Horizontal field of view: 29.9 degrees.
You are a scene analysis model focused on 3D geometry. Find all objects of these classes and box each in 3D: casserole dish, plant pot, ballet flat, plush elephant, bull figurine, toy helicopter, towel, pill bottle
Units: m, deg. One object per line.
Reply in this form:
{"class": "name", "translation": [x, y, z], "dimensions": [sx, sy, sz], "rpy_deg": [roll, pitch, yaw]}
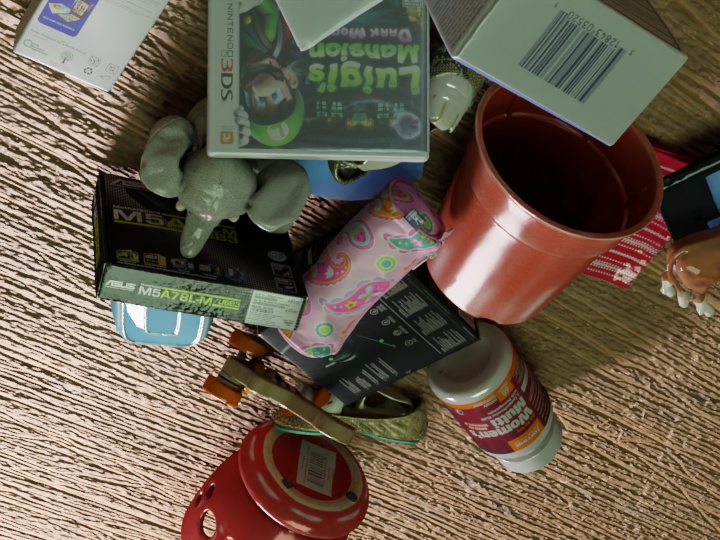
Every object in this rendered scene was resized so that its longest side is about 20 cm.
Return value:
{"class": "casserole dish", "translation": [-0.213, 0.031, 1.466], "dimensions": [0.120, 0.039, 0.200], "rpy_deg": [4, 147, -9]}
{"class": "plant pot", "translation": [0.167, -0.059, 1.352], "dimensions": [0.199, 0.202, 0.196], "rpy_deg": [10, 143, -18]}
{"class": "ballet flat", "translation": [0.049, -0.141, 1.260], "dimensions": [0.199, 0.076, 0.068], "rpy_deg": [-34, 127, 24]}
{"class": "plush elephant", "translation": [-0.132, -0.085, 1.261], "dimensions": [0.164, 0.155, 0.200], "rpy_deg": [24, 135, -5]}
{"class": "ballet flat", "translation": [-0.010, 0.170, 1.665], "dimensions": [0.198, 0.071, 0.066], "rpy_deg": [6, 109, -17]}
{"class": "bull figurine", "translation": [0.414, -0.016, 1.445], "dimensions": [0.198, 0.065, 0.122], "rpy_deg": [-11, 141, -8]}
{"class": "toy helicopter", "translation": [-0.077, 0.151, 1.549], "dimensions": [0.132, 0.199, 0.079], "rpy_deg": [33, 87, -50]}
{"class": "towel", "translation": [0.294, -0.062, 1.477], "dimensions": [0.144, 0.023, 0.200], "rpy_deg": [18, 132, -24]}
{"class": "plant pot", "translation": [-0.103, 0.298, 1.684], "dimensions": [0.199, 0.201, 0.183], "rpy_deg": [16, 125, -23]}
{"class": "pill bottle", "translation": [0.167, 0.158, 1.630], "dimensions": [0.109, 0.110, 0.200], "rpy_deg": [-23, 135, 17]}

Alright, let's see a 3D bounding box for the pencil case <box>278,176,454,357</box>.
{"class": "pencil case", "translation": [0.000, 0.000, 1.343], "dimensions": [0.087, 0.088, 0.200], "rpy_deg": [29, 118, -33]}

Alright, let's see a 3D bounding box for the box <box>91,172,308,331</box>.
{"class": "box", "translation": [-0.163, -0.021, 1.332], "dimensions": [0.199, 0.194, 0.048], "rpy_deg": [11, 119, -17]}

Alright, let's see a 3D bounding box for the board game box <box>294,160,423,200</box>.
{"class": "board game box", "translation": [-0.012, -0.159, 1.321], "dimensions": [0.157, 0.039, 0.201], "rpy_deg": [2, 131, -3]}

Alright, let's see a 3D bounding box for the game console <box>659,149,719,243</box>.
{"class": "game console", "translation": [0.422, -0.082, 1.441], "dimensions": [0.199, 0.031, 0.177], "rpy_deg": [-26, 143, 11]}

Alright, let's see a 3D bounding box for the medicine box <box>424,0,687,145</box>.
{"class": "medicine box", "translation": [0.150, -0.229, 1.142], "dimensions": [0.181, 0.201, 0.103], "rpy_deg": [24, 119, -29]}

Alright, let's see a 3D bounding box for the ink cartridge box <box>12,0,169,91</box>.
{"class": "ink cartridge box", "translation": [-0.221, -0.253, 1.189], "dimensions": [0.099, 0.039, 0.200], "rpy_deg": [22, 131, -28]}

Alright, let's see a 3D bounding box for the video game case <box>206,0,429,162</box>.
{"class": "video game case", "translation": [-0.037, -0.190, 1.199], "dimensions": [0.198, 0.183, 0.023], "rpy_deg": [1, 178, -9]}

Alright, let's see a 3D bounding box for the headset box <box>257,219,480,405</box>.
{"class": "headset box", "translation": [0.001, 0.044, 1.496], "dimensions": [0.199, 0.093, 0.174], "rpy_deg": [-29, 133, 22]}

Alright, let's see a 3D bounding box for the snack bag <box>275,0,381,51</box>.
{"class": "snack bag", "translation": [-0.008, -0.305, 1.078], "dimensions": [0.199, 0.190, 0.021], "rpy_deg": [-29, 172, 17]}
